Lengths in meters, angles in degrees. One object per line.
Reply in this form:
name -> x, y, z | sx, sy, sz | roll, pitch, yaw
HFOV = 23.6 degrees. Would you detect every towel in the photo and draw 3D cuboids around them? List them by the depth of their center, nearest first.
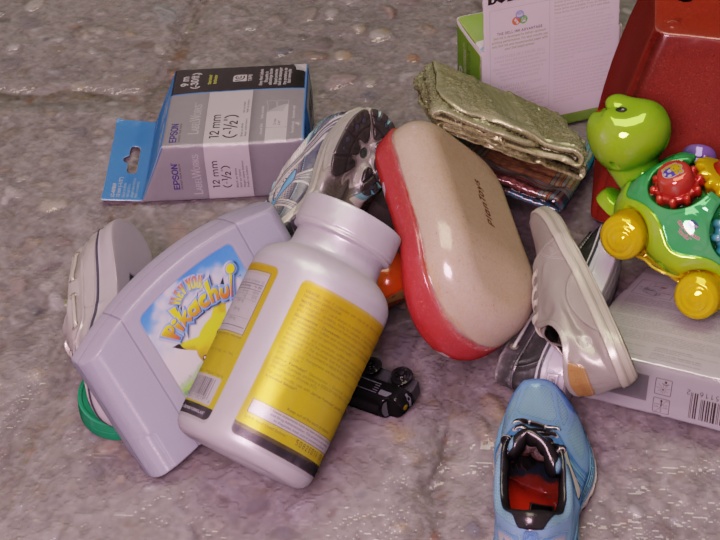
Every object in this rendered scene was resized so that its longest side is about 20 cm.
towel -> 0.120, -0.132, 1.483 | 0.147, 0.037, 0.200 | 20, 13, -7
towel -> 0.132, -0.106, 1.542 | 0.145, 0.022, 0.200 | 20, 20, 9

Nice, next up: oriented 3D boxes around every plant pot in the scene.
plant pot -> 0.316, -0.160, 1.528 | 0.197, 0.178, 0.201 | 6, 38, 6

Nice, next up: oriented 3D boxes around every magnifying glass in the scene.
magnifying glass -> -0.186, 0.067, 1.418 | 0.079, 0.023, 0.201 | -3, 38, 2

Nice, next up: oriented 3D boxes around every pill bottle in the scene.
pill bottle -> -0.047, 0.050, 1.274 | 0.111, 0.112, 0.202 | 20, 79, 30

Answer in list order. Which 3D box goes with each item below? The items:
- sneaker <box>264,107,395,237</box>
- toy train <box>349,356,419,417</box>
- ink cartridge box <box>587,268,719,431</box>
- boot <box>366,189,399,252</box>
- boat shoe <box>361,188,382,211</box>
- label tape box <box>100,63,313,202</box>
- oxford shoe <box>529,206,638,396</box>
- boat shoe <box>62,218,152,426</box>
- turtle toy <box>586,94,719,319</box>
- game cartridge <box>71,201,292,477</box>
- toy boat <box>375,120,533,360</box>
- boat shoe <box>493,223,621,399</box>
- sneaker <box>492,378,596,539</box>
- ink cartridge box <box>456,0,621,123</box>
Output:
sneaker -> -0.045, -0.044, 1.423 | 0.086, 0.078, 0.201 | 10, 64, 56
toy train -> -0.046, 0.078, 1.379 | 0.198, 0.034, 0.046 | 17, 52, 25
ink cartridge box -> 0.274, 0.062, 1.375 | 0.159, 0.048, 0.200 | 12, 23, 22
boot -> 0.000, 0.000, 1.459 | 0.199, 0.076, 0.074 | -38, 62, -18
boat shoe -> -0.052, -0.028, 1.493 | 0.200, 0.072, 0.072 | -40, 53, -9
label tape box -> -0.146, -0.133, 1.646 | 0.198, 0.067, 0.144 | -1, 36, 1
oxford shoe -> 0.154, 0.021, 1.306 | 0.057, 0.075, 0.201 | -26, 39, 7
boat shoe -> -0.207, 0.047, 1.377 | 0.065, 0.072, 0.201 | -29, 48, 23
turtle toy -> 0.259, -0.057, 1.391 | 0.200, 0.101, 0.146 | 40, 28, 10
game cartridge -> -0.118, 0.045, 1.312 | 0.200, 0.134, 0.040 | -42, 26, -23
toy boat -> 0.051, -0.011, 1.368 | 0.130, 0.130, 0.201 | -37, 44, 24
boat shoe -> 0.163, 0.024, 1.395 | 0.070, 0.073, 0.200 | 15, 42, 18
sneaker -> 0.131, 0.140, 1.226 | 0.077, 0.091, 0.201 | 0, 36, 6
ink cartridge box -> 0.170, -0.239, 1.643 | 0.146, 0.202, 0.076 | -13, 36, -12
